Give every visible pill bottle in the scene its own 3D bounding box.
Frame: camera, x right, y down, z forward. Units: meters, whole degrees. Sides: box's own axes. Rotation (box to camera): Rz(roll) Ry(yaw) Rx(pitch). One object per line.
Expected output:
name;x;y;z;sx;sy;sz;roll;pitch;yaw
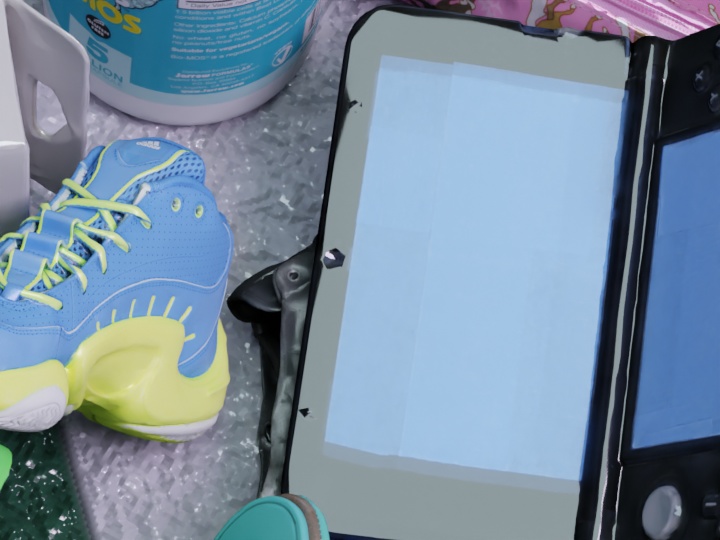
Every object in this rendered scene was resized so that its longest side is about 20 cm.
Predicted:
pill bottle;-0.060;-0.144;0.975;0.110;0.200;0.111;3;63;-6

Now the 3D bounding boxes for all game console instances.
game console;0.075;-0.003;0.914;0.118;0.171;0.201;16;72;-29

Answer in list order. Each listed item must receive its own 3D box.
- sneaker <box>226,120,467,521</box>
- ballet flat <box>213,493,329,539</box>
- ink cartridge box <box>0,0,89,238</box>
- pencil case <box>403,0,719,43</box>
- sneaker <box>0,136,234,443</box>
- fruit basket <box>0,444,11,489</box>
sneaker;-0.001;0.001;0.989;0.104;0.060;0.201;-2;72;-11
ballet flat;-0.042;0.177;0.903;0.067;0.070;0.201;-3;59;42
ink cartridge box;-0.199;-0.059;0.956;0.199;0.129;0.126;-7;65;-11
pencil case;0.085;-0.111;1.040;0.199;0.087;0.083;27;51;9
sneaker;-0.106;-0.001;0.905;0.075;0.200;0.105;13;90;26
fruit basket;-0.186;0.117;0.857;0.215;0.216;0.156;34;71;9
